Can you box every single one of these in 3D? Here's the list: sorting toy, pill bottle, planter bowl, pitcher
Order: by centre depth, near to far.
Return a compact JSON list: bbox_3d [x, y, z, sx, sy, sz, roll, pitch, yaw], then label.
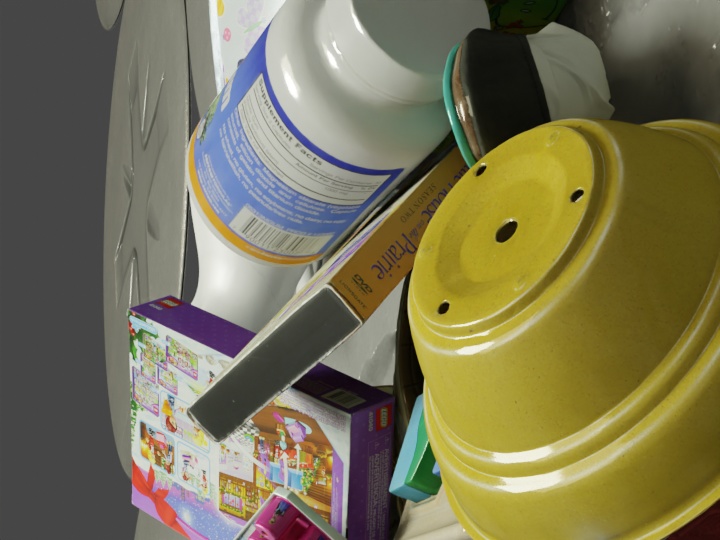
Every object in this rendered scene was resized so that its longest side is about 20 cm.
[{"bbox_3d":[0.078,0.005,0.617,0.200,0.083,0.202,-36,33,28],"label":"planter bowl"},{"bbox_3d":[0.061,0.043,0.777,0.202,0.036,0.185,-67,7,-19],"label":"sorting toy"},{"bbox_3d":[-0.013,-0.091,0.873,0.200,0.111,0.113,-44,45,53],"label":"pill bottle"},{"bbox_3d":[-0.068,-0.041,1.264,0.171,0.120,0.203,16,-96,-68],"label":"pitcher"}]

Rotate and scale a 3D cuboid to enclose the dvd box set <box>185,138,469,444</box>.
[{"bbox_3d":[0.000,0.000,0.874,0.146,0.029,0.200,-41,4,42],"label":"dvd box set"}]

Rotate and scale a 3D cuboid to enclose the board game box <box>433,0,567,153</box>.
[{"bbox_3d":[0.067,-0.160,0.913,0.200,0.047,0.103,122,146,-59],"label":"board game box"}]

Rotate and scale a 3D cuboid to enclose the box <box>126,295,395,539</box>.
[{"bbox_3d":[-0.064,0.110,0.961,0.199,0.039,0.138,22,118,41],"label":"box"}]

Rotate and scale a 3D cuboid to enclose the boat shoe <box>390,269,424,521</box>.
[{"bbox_3d":[0.044,0.087,0.915,0.066,0.073,0.203,156,115,-66],"label":"boat shoe"}]

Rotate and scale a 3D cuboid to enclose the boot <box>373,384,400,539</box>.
[{"bbox_3d":[0.007,0.183,1.039,0.201,0.071,0.156,107,158,-48],"label":"boot"}]

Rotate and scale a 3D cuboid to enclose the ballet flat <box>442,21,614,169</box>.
[{"bbox_3d":[0.079,-0.082,0.740,0.200,0.068,0.069,-43,-63,-80],"label":"ballet flat"}]

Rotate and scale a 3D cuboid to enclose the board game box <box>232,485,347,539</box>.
[{"bbox_3d":[0.001,0.219,0.886,0.026,0.200,0.200,-47,-4,-28],"label":"board game box"}]

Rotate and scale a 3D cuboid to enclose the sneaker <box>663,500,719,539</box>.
[{"bbox_3d":[0.112,0.067,0.680,0.200,0.077,0.117,120,147,-56],"label":"sneaker"}]

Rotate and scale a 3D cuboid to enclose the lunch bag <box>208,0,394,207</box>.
[{"bbox_3d":[-0.036,-0.128,1.076,0.200,0.126,0.172,-138,44,-77],"label":"lunch bag"}]
